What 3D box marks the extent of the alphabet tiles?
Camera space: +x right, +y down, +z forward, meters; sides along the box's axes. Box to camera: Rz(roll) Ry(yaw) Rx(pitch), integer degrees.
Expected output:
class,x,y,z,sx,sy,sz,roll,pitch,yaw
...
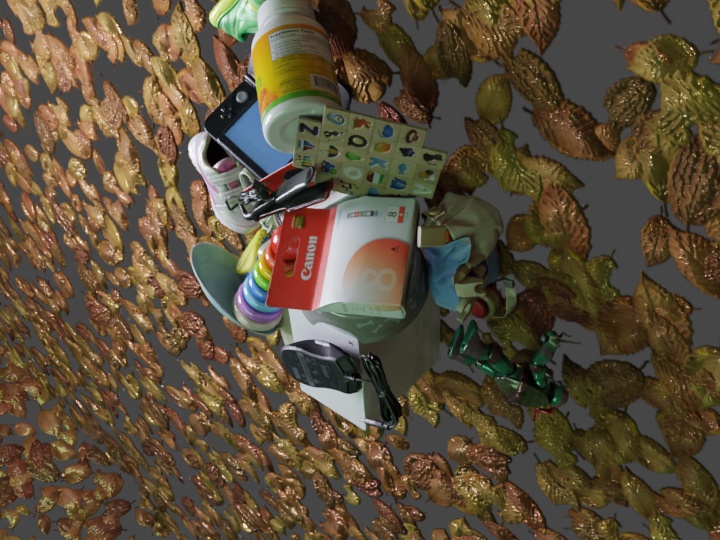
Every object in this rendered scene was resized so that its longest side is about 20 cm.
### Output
class,x,y,z,sx,sy,sz,roll,pitch,yaw
alphabet tiles,0.009,-0.146,1.214,0.196,0.006,0.167,13,148,0

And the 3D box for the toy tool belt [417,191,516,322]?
class,x,y,z,sx,sy,sz,roll,pitch,yaw
toy tool belt,0.133,0.002,1.282,0.124,0.123,0.203,14,131,42

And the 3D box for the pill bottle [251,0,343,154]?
class,x,y,z,sx,sy,sz,roll,pitch,yaw
pill bottle,-0.089,-0.270,1.250,0.111,0.109,0.203,124,141,-55

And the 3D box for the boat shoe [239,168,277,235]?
class,x,y,z,sx,sy,sz,roll,pitch,yaw
boat shoe,-0.147,-0.096,1.580,0.071,0.062,0.202,-6,116,51

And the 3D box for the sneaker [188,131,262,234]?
class,x,y,z,sx,sy,sz,roll,pitch,yaw
sneaker,-0.231,-0.154,1.585,0.202,0.081,0.088,58,164,-1

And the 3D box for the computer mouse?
class,x,y,z,sx,sy,sz,roll,pitch,yaw
computer mouse,-0.020,0.158,1.325,0.198,0.046,0.142,3,127,42

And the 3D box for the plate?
class,x,y,z,sx,sy,sz,roll,pitch,yaw
plate,-0.215,0.036,1.552,0.026,0.200,0.201,-42,84,17

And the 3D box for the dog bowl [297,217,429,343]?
class,x,y,z,sx,sy,sz,roll,pitch,yaw
dog bowl,0.000,0.000,1.308,0.199,0.200,0.059,36,158,21

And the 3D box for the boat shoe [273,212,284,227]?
class,x,y,z,sx,sy,sz,roll,pitch,yaw
boat shoe,-0.123,-0.127,1.457,0.203,0.072,0.065,68,-169,15

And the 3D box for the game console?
class,x,y,z,sx,sy,sz,roll,pitch,yaw
game console,-0.130,-0.239,1.393,0.200,0.171,0.119,41,171,17

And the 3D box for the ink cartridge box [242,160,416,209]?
class,x,y,z,sx,sy,sz,roll,pitch,yaw
ink cartridge box,-0.045,-0.111,1.333,0.199,0.172,0.044,-23,66,43

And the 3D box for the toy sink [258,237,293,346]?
class,x,y,z,sx,sy,sz,roll,pitch,yaw
toy sink,-0.068,0.030,1.541,0.111,0.130,0.203,16,131,40

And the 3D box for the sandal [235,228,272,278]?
class,x,y,z,sx,sy,sz,roll,pitch,yaw
sandal,-0.161,-0.020,1.606,0.087,0.200,0.080,37,102,-5

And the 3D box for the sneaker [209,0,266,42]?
class,x,y,z,sx,sy,sz,roll,pitch,yaw
sneaker,-0.139,-0.391,1.318,0.083,0.075,0.199,38,149,-23

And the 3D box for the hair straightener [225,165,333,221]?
class,x,y,z,sx,sy,sz,roll,pitch,yaw
hair straightener,-0.127,-0.112,1.295,0.077,0.041,0.198,37,150,-32

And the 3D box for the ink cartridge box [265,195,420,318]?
class,x,y,z,sx,sy,sz,roll,pitch,yaw
ink cartridge box,-0.025,-0.025,1.254,0.196,0.165,0.050,5,155,10

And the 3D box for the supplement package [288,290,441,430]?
class,x,y,z,sx,sy,sz,roll,pitch,yaw
supplement package,0.012,0.094,1.439,0.146,0.199,0.194,26,137,33

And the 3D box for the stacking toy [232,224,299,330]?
class,x,y,z,sx,sy,sz,roll,pitch,yaw
stacking toy,-0.133,0.005,1.422,0.085,0.085,0.201,44,137,12

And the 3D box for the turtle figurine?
class,x,y,z,sx,sy,sz,roll,pitch,yaw
turtle figurine,0.224,0.134,1.271,0.197,0.102,0.150,24,148,-7
